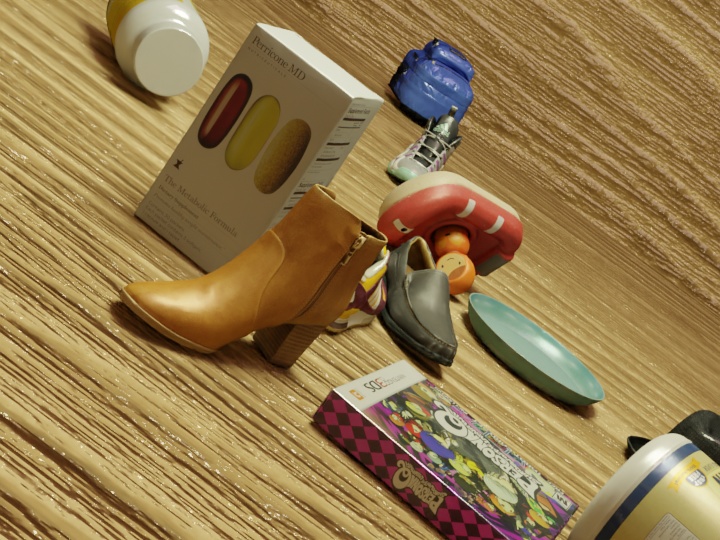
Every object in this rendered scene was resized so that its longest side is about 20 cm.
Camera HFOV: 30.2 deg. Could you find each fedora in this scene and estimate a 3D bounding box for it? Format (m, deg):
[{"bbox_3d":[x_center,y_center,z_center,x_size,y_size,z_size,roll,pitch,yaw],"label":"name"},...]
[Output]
[{"bbox_3d":[0.399,0.220,1.513,0.200,0.092,0.201,34,14,-10],"label":"fedora"}]

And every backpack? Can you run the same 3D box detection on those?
[{"bbox_3d":[0.156,-0.393,2.831,0.161,0.169,0.200,25,19,-13],"label":"backpack"}]

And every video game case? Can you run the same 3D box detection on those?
[{"bbox_3d":[0.073,0.155,1.066,0.200,0.036,0.181,39,15,14],"label":"video game case"}]

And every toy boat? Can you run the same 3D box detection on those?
[{"bbox_3d":[0.112,-0.030,1.659,0.199,0.130,0.132,26,46,-35],"label":"toy boat"}]

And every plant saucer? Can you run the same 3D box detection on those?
[{"bbox_3d":[0.204,0.099,1.592,0.199,0.028,0.200,33,14,-9],"label":"plant saucer"}]

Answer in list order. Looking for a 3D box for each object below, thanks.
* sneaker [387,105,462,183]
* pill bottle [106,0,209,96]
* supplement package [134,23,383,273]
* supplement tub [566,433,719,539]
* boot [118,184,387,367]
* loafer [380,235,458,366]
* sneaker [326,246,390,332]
[{"bbox_3d":[0.113,-0.200,2.123,0.077,0.140,0.200,35,13,-2],"label":"sneaker"},{"bbox_3d":[-0.240,-0.278,1.590,0.111,0.112,0.200,29,15,-26],"label":"pill bottle"},{"bbox_3d":[-0.088,-0.102,1.183,0.113,0.201,0.109,37,13,9],"label":"supplement package"},{"bbox_3d":[0.272,0.241,1.035,0.200,0.145,0.144,42,15,24],"label":"supplement tub"},{"bbox_3d":[-0.076,-0.007,1.014,0.200,0.145,0.071,19,20,-49],"label":"boot"},{"bbox_3d":[0.061,0.028,1.384,0.072,0.073,0.200,29,16,-29],"label":"loafer"},{"bbox_3d":[0.000,0.000,1.289,0.075,0.090,0.200,36,14,4],"label":"sneaker"}]
